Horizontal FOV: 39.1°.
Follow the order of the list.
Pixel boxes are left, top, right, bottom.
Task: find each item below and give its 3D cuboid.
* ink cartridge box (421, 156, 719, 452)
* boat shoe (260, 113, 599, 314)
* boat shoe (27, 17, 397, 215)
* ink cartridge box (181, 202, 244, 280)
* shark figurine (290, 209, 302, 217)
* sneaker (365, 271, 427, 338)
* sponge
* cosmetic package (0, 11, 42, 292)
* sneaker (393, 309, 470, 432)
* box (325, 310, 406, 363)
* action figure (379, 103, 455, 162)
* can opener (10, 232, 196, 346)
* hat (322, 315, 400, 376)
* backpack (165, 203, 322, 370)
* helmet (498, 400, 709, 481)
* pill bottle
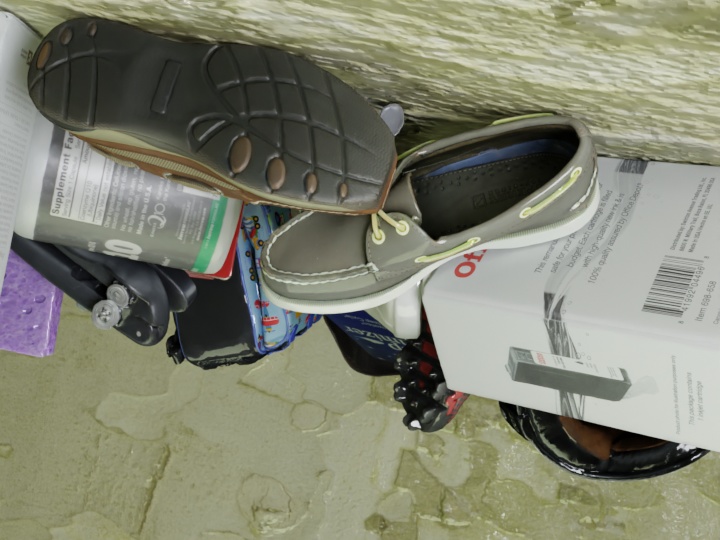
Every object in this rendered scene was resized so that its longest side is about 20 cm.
[{"bbox_3d":[0.154,0.010,0.580,0.197,0.145,0.085,10,135,31],"label":"ink cartridge box"},{"bbox_3d":[0.033,-0.034,0.554,0.198,0.073,0.060,-18,152,4],"label":"boat shoe"},{"bbox_3d":[-0.075,-0.077,0.540,0.197,0.077,0.074,20,165,8],"label":"boat shoe"},{"bbox_3d":[-0.179,-0.060,0.859,0.196,0.119,0.067,10,178,16],"label":"ink cartridge box"},{"bbox_3d":[0.041,-0.029,0.845,0.210,0.130,0.090,2,-143,17],"label":"shark figurine"},{"bbox_3d":[0.000,0.000,0.672,0.083,0.074,0.200,7,-176,-6],"label":"sneaker"},{"bbox_3d":[-0.290,-0.040,0.825,0.109,0.204,0.030,9,179,1],"label":"sponge"},{"bbox_3d":[-0.251,-0.046,0.571,0.100,0.204,0.074,10,177,2],"label":"cosmetic package"},{"bbox_3d":[0.091,0.028,0.743,0.097,0.204,0.071,12,-168,-40],"label":"sneaker"},{"bbox_3d":[0.039,0.051,0.866,0.119,0.033,0.200,11,161,32],"label":"box"},{"bbox_3d":[-0.013,-0.070,0.677,0.116,0.056,0.200,9,173,-6],"label":"action figure"},{"bbox_3d":[-0.225,-0.011,0.785,0.198,0.064,0.079,31,-163,4],"label":"can opener"},{"bbox_3d":[0.049,0.022,1.132,0.198,0.205,0.080,13,160,-39],"label":"hat"},{"bbox_3d":[-0.106,-0.013,0.989,0.132,0.186,0.200,-8,-174,17],"label":"backpack"},{"bbox_3d":[0.203,0.054,0.819,0.196,0.203,0.191,10,-152,5],"label":"helmet"},{"bbox_3d":[-0.187,-0.071,0.727,0.196,0.115,0.113,12,177,-17],"label":"pill bottle"}]
